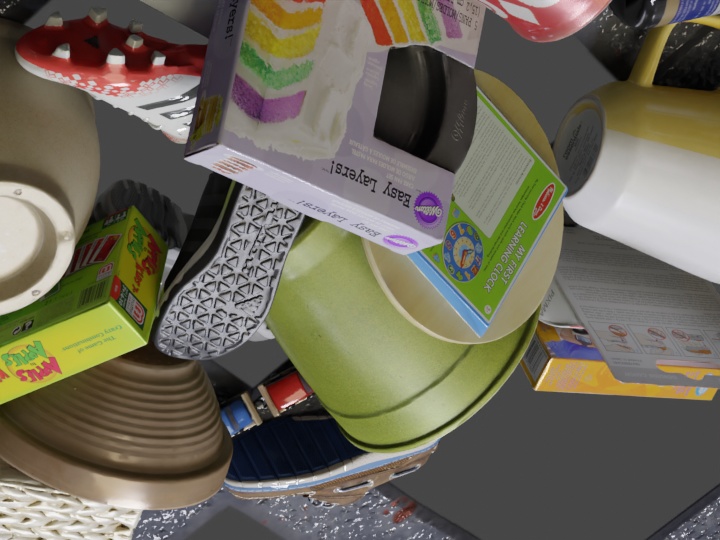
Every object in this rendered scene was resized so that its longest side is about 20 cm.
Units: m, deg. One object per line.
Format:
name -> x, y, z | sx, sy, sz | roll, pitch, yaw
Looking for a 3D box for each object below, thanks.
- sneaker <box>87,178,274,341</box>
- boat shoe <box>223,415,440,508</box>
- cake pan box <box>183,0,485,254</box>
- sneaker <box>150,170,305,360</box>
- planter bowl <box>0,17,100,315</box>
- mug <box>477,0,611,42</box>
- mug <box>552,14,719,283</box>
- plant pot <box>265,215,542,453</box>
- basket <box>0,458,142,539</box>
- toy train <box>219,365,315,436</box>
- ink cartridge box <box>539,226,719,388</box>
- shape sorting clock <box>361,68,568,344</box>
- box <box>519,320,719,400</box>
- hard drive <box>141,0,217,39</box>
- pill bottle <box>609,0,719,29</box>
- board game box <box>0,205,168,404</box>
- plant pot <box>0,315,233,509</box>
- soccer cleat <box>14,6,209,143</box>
sneaker -> -0.141, -0.001, 1.606 | 0.082, 0.075, 0.200 | -30, 133, 28
boat shoe -> -0.023, 0.166, 1.795 | 0.199, 0.072, 0.073 | -11, 135, -15
cake pan box -> -0.011, -0.127, 1.417 | 0.200, 0.185, 0.052 | 24, 160, -32
sneaker -> -0.084, -0.026, 1.486 | 0.072, 0.083, 0.200 | 22, 116, -23
planter bowl -> -0.265, -0.054, 1.443 | 0.200, 0.135, 0.201 | -13, 134, -14
mug -> 0.071, -0.268, 1.397 | 0.200, 0.178, 0.133 | 24, 138, -34
mug -> 0.234, -0.095, 1.650 | 0.153, 0.187, 0.149 | 13, 157, -22
plant pot -> 0.000, 0.000, 1.588 | 0.200, 0.201, 0.193 | -38, 122, 13
basket -> -0.281, 0.173, 1.647 | 0.200, 0.136, 0.124 | 13, 120, -32
toy train -> -0.056, 0.096, 1.731 | 0.200, 0.046, 0.034 | -27, 97, 2
ink cartridge box -> 0.224, 0.042, 1.699 | 0.160, 0.200, 0.050 | 4, 129, -26
shape sorting clock -> 0.073, -0.047, 1.521 | 0.200, 0.201, 0.039 | 17, 162, -35
box -> 0.213, 0.052, 1.762 | 0.199, 0.119, 0.042 | 3, 128, -26
hard drive -> -0.055, -0.242, 1.441 | 0.132, 0.026, 0.200 | 26, 116, -39
pill bottle -> 0.275, -0.245, 1.522 | 0.199, 0.112, 0.112 | -13, 134, -13
board game box -> -0.237, 0.036, 1.514 | 0.200, 0.102, 0.048 | -22, 126, 24
plant pot -> -0.182, 0.087, 1.574 | 0.200, 0.201, 0.093 | 9, 112, -30
soccer cleat -> -0.141, -0.126, 1.451 | 0.199, 0.069, 0.085 | 1, 131, -25
